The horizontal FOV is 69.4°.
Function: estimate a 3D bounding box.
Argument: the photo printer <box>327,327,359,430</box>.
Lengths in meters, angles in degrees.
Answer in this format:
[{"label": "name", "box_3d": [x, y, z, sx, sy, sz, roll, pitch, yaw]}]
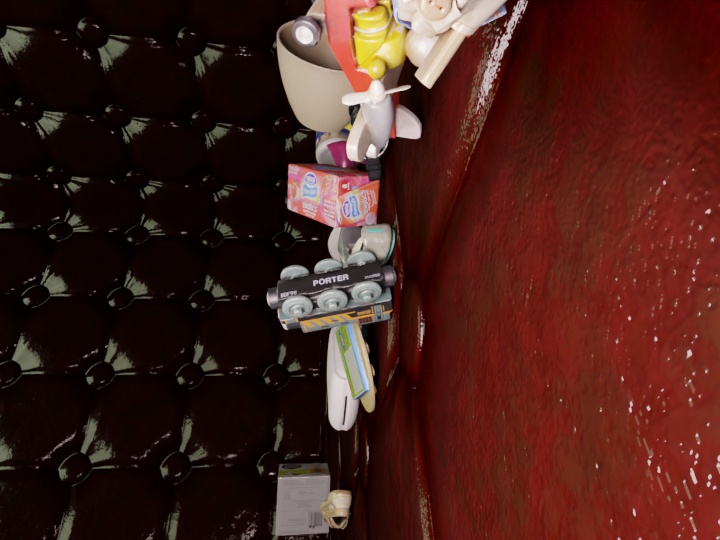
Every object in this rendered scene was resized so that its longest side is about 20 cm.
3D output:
[{"label": "photo printer", "box_3d": [-0.041, 0.252, 1.207, 0.201, 0.068, 0.169, -99, 13, -58]}]

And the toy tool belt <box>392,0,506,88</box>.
[{"label": "toy tool belt", "box_3d": [0.054, -0.234, 0.360, 0.124, 0.122, 0.204, 116, 157, -53]}]

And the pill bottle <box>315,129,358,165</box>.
[{"label": "pill bottle", "box_3d": [-0.054, -0.356, 1.286, 0.116, 0.113, 0.204, 105, 164, -62]}]

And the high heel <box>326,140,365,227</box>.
[{"label": "high heel", "box_3d": [-0.030, -0.172, 1.116, 0.067, 0.094, 0.205, -172, 84, -83]}]

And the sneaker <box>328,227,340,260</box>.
[{"label": "sneaker", "box_3d": [-0.032, -0.062, 1.233, 0.202, 0.074, 0.090, 95, -171, -52]}]

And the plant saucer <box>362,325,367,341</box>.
[{"label": "plant saucer", "box_3d": [0.000, 0.062, 1.128, 0.070, 0.018, 0.204, 105, 166, -62]}]

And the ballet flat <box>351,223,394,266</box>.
[{"label": "ballet flat", "box_3d": [0.012, -0.006, 0.866, 0.202, 0.062, 0.069, 101, 169, -53]}]

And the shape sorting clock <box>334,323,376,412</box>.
[{"label": "shape sorting clock", "box_3d": [-0.005, 0.161, 0.969, 0.200, 0.038, 0.205, 167, 91, -74]}]

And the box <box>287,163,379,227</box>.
[{"label": "box", "box_3d": [-0.058, -0.152, 1.023, 0.199, 0.098, 0.098, 26, 118, 51]}]

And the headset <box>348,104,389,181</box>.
[{"label": "headset", "box_3d": [0.027, -0.247, 0.875, 0.202, 0.092, 0.125, 77, -173, -50]}]

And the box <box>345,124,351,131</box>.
[{"label": "box", "box_3d": [-0.030, -0.343, 1.109, 0.076, 0.049, 0.200, -64, 25, 12]}]

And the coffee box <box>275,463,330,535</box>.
[{"label": "coffee box", "box_3d": [-0.217, 0.858, 1.971, 0.198, 0.195, 0.205, 140, 131, -81]}]

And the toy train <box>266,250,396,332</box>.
[{"label": "toy train", "box_3d": [-0.039, 0.042, 0.792, 0.115, 0.195, 0.086, 78, 180, -50]}]

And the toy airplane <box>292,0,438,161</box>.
[{"label": "toy airplane", "box_3d": [0.033, -0.223, 0.572, 0.198, 0.138, 0.205, -17, -77, -58]}]

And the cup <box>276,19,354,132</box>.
[{"label": "cup", "box_3d": [-0.061, -0.342, 0.949, 0.203, 0.195, 0.145, -95, 15, -45]}]

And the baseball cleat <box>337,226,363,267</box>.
[{"label": "baseball cleat", "box_3d": [0.000, 0.000, 1.006, 0.106, 0.068, 0.205, 155, 107, -76]}]

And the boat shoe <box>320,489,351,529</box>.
[{"label": "boat shoe", "box_3d": [-0.062, 0.603, 1.285, 0.202, 0.069, 0.066, 102, 168, -51]}]
